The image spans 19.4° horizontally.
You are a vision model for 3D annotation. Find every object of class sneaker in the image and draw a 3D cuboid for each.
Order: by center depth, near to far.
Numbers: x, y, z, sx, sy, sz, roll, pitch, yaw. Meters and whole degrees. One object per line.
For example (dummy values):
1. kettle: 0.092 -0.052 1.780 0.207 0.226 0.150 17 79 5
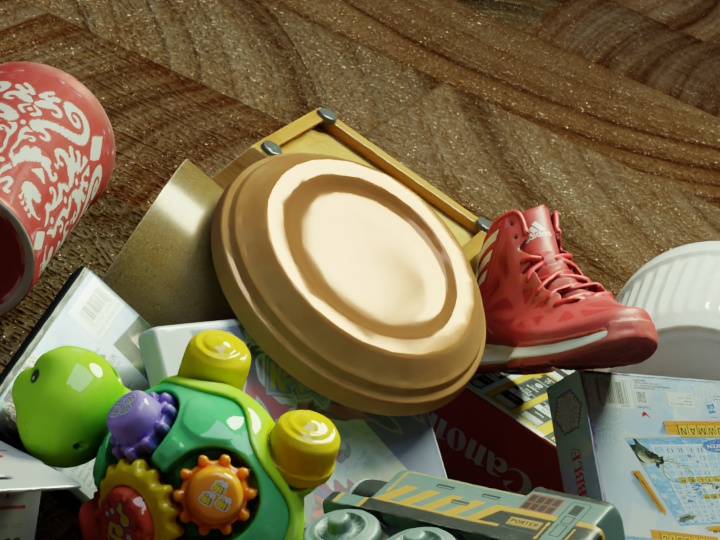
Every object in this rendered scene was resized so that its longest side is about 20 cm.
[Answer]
1. sneaker: 0.125 0.009 1.406 0.078 0.116 0.200 2 -7 -30

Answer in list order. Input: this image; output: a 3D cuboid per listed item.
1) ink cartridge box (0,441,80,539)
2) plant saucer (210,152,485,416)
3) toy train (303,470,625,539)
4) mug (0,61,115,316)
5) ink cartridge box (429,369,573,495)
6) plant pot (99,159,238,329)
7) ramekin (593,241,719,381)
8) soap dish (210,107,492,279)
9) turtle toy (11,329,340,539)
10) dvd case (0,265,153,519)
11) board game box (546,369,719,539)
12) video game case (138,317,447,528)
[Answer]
1. ink cartridge box: -0.254 0.121 1.140 0.116 0.067 0.200 2 11 -43
2. plant saucer: 0.000 0.000 1.341 0.200 0.037 0.200 21 44 -22
3. toy train: 0.056 0.167 1.202 0.200 0.085 0.114 7 29 36
4. mug: -0.281 -0.043 1.537 0.134 0.177 0.200 53 20 -18
5. ink cartridge box: 0.107 0.122 1.501 0.200 0.084 0.175 32 26 26
6. plant pot: -0.083 0.056 1.395 0.200 0.187 0.186 32 22 -3
7. ramekin: 0.267 0.088 1.577 0.200 0.200 0.105 25 32 10
8. soap dish: -0.003 -0.029 1.497 0.200 0.081 0.157 36 25 9
9. turtle toy: -0.107 0.110 1.147 0.101 0.146 0.200 -16 46 -44
10. dvd case: -0.126 0.107 1.257 0.200 0.018 0.143 44 41 -13
11. board game box: 0.229 0.171 1.408 0.200 0.041 0.200 7 64 -31
12. video game case: -0.030 0.114 1.293 0.200 0.023 0.183 -5 73 -42
